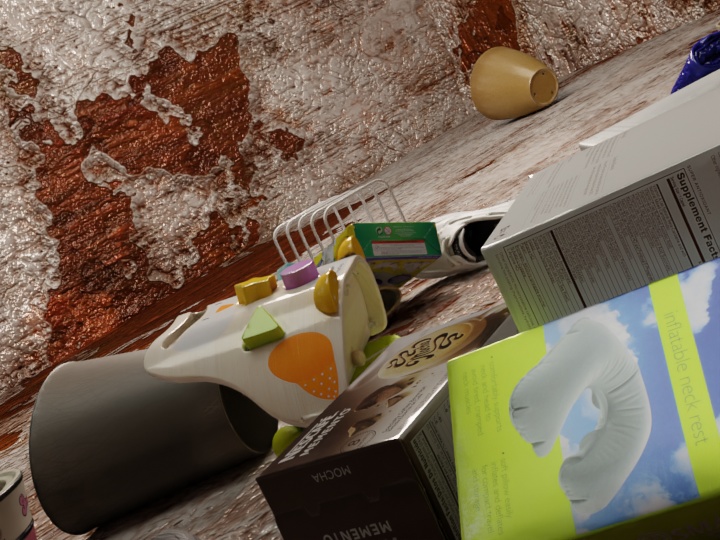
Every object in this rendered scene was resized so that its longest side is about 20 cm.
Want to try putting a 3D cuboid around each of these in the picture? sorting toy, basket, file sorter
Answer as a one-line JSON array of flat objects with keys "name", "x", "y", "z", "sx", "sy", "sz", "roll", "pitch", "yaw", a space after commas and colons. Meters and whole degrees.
[{"name": "sorting toy", "x": -0.084, "y": 0.050, "z": 0.940, "sx": 0.177, "sy": 0.109, "sz": 0.200, "roll": -9, "pitch": 16, "yaw": 12}, {"name": "basket", "x": -0.188, "y": 0.139, "z": 1.049, "sx": 0.197, "sy": 0.137, "sz": 0.182, "roll": -19, "pitch": 42, "yaw": 19}, {"name": "file sorter", "x": -0.029, "y": -0.048, "z": 1.723, "sx": 0.138, "sy": 0.126, "sz": 0.199, "roll": -31, "pitch": 8, "yaw": -28}]

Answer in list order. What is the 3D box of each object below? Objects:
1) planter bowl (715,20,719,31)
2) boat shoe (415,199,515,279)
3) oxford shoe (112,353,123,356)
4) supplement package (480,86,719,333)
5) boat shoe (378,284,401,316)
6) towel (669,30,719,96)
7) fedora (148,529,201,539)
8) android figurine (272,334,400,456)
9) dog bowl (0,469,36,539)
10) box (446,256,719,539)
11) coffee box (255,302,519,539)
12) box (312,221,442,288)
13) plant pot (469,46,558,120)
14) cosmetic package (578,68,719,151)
[{"name": "planter bowl", "x": 0.494, "y": -0.243, "z": 1.172, "sx": 0.198, "sy": 0.136, "sz": 0.200, "roll": -26, "pitch": 8, "yaw": 4}, {"name": "boat shoe", "x": 0.126, "y": -0.036, "z": 1.321, "sx": 0.198, "sy": 0.074, "sz": 0.065, "roll": -24, "pitch": 4, "yaw": 29}, {"name": "oxford shoe", "x": -0.392, "y": 0.195, "z": 1.636, "sx": 0.199, "sy": 0.071, "sz": 0.072, "roll": -37, "pitch": 25, "yaw": 19}, {"name": "supplement package", "x": 0.202, "y": -0.012, "z": 0.648, "sx": 0.198, "sy": 0.149, "sz": 0.191, "roll": -24, "pitch": 9, "yaw": 22}, {"name": "boat shoe", "x": -0.040, "y": 0.063, "z": 1.248, "sx": 0.199, "sy": 0.074, "sz": 0.062, "roll": -32, "pitch": 7, "yaw": -34}, {"name": "towel", "x": 0.353, "y": -0.169, "z": 1.097, "sx": 0.146, "sy": 0.050, "sz": 0.201, "roll": -18, "pitch": -27, "yaw": -14}, {"name": "fedora", "x": -0.104, "y": 0.196, "z": 0.566, "sx": 0.176, "sy": 0.091, "sz": 0.199, "roll": -32, "pitch": 9, "yaw": -26}, {"name": "android figurine", "x": 0.005, "y": 0.106, "z": 0.946, "sx": 0.181, "sy": 0.041, "sz": 0.200, "roll": -31, "pitch": 11, "yaw": -16}, {"name": "dog bowl", "x": -0.412, "y": 0.283, "z": 1.108, "sx": 0.198, "sy": 0.075, "sz": 0.200, "roll": -26, "pitch": 8, "yaw": 4}, {"name": "box", "x": 0.139, "y": 0.069, "z": 0.522, "sx": 0.198, "sy": 0.048, "sz": 0.123, "roll": -24, "pitch": 44, "yaw": 23}, {"name": "coffee box", "x": 0.039, "y": 0.104, "z": 0.704, "sx": 0.112, "sy": 0.081, "sz": 0.200, "roll": -20, "pitch": 11, "yaw": 35}, {"name": "box", "x": 0.000, "y": 0.000, "z": 1.343, "sx": 0.116, "sy": 0.049, "sz": 0.200, "roll": -2, "pitch": -18, "yaw": -27}, {"name": "plant pot", "x": 0.404, "y": -0.468, "z": 2.811, "sx": 0.185, "sy": 0.189, "sz": 0.199, "roll": -30, "pitch": 22, "yaw": -18}, {"name": "cosmetic package", "x": 0.308, "y": -0.093, "z": 0.907, "sx": 0.198, "sy": 0.124, "sz": 0.199, "roll": -26, "pitch": 8, "yaw": 1}]
